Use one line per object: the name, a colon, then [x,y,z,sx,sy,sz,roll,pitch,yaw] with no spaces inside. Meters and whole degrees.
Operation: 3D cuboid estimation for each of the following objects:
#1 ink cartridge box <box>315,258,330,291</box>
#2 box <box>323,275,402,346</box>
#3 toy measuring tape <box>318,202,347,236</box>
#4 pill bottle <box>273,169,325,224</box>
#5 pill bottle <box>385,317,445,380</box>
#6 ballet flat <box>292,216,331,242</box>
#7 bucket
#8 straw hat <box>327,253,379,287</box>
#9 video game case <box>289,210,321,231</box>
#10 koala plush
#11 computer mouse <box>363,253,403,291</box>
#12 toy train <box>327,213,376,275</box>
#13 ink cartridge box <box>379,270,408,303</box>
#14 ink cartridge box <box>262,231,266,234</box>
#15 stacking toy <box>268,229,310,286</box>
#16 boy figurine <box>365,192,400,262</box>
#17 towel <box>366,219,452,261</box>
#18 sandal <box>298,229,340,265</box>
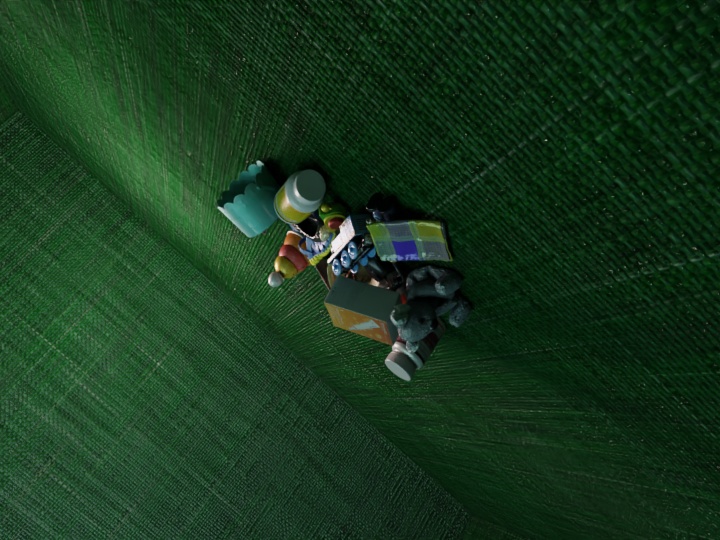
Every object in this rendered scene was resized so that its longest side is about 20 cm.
ink cartridge box: [-0.096,0.040,1.780,0.202,0.043,0.174,57,176,28]
box: [0.014,0.110,1.476,0.195,0.099,0.126,15,148,25]
toy measuring tape: [-0.057,-0.135,1.497,0.072,0.075,0.200,26,167,29]
pill bottle: [-0.164,-0.204,1.460,0.112,0.113,0.199,43,159,-11]
pill bottle: [0.166,0.224,1.621,0.113,0.201,0.115,32,158,15]
ballet flat: [-0.153,-0.129,1.581,0.056,0.068,0.198,25,178,-42]
bucket: [-0.319,-0.211,1.592,0.135,0.209,0.205,47,157,-28]
straw hat: [0.000,0.000,1.612,0.198,0.206,0.084,25,-164,31]
video game case: [-0.184,-0.165,1.697,0.197,0.018,0.144,19,151,42]
koala plush: [0.162,0.107,1.404,0.181,0.201,0.179,20,152,40]
computer mouse: [0.046,-0.020,1.462,0.204,0.045,0.141,65,153,12]
toy train: [-0.025,-0.066,1.446,0.200,0.085,0.117,-43,58,54]
ink cartridge box: [0.088,0.108,1.587,0.199,0.050,0.165,-37,81,46]
ink cartridge box: [-0.378,-0.189,1.782,0.162,0.050,0.201,47,-168,-18]
stacking toy: [-0.245,-0.023,1.820,0.144,0.201,0.147,32,158,15]
boy figurine: [0.068,-0.104,1.340,0.122,0.065,0.202,19,148,29]
towel: [0.120,-0.069,1.283,0.194,0.023,0.145,2,144,20]
sandal: [-0.132,-0.086,1.634,0.086,0.081,0.199,36,142,-13]
